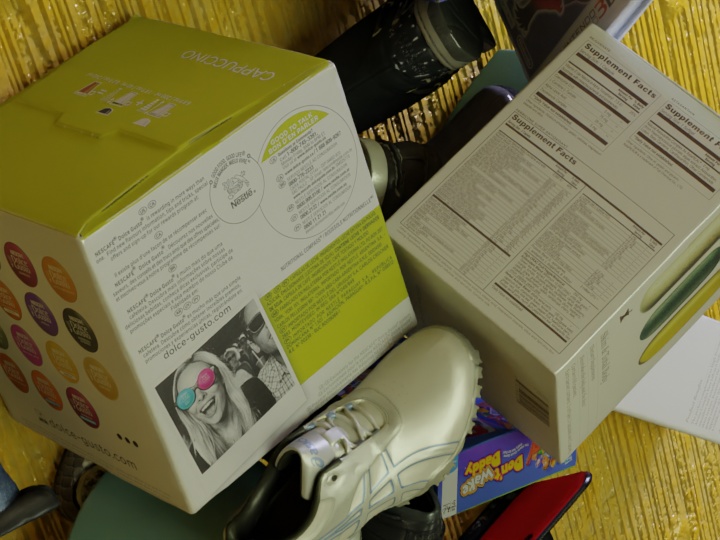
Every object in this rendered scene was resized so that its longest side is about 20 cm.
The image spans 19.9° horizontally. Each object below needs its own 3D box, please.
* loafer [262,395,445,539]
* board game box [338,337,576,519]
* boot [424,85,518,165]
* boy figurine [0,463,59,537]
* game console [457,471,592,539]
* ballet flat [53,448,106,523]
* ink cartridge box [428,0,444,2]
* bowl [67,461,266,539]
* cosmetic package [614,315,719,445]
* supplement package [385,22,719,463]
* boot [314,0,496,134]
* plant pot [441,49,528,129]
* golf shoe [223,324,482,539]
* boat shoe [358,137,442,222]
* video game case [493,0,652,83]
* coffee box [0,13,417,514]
[{"bbox_3d":[-0.019,0.108,1.319,0.068,0.200,0.071,-30,152,-35],"label":"loafer"},{"bbox_3d":[0.033,0.101,1.418,0.134,0.200,0.045,-15,115,-39],"label":"board game box"},{"bbox_3d":[0.024,-0.056,1.414,0.131,0.070,0.200,22,109,-48],"label":"boot"},{"bbox_3d":[-0.251,0.065,1.209,0.064,0.124,0.201,-28,90,-10],"label":"boy figurine"},{"bbox_3d":[0.109,0.265,1.597,0.200,0.118,0.173,-45,128,-24],"label":"game console"},{"bbox_3d":[-0.127,0.093,1.373,0.200,0.046,0.068,-46,128,-24],"label":"ballet flat"},{"bbox_3d":[0.048,-0.230,1.335,0.136,0.200,0.077,-23,115,-36],"label":"ink cartridge box"},{"bbox_3d":[-0.088,0.210,1.332,0.200,0.105,0.202,-9,102,-47],"label":"bowl"},{"bbox_3d":[0.241,0.075,1.699,0.200,0.074,0.102,21,87,-43],"label":"cosmetic package"},{"bbox_3d":[0.139,-0.016,1.318,0.200,0.151,0.152,-44,157,-15],"label":"supplement package"},{"bbox_3d":[0.010,-0.143,1.410,0.153,0.204,0.074,-31,98,13],"label":"boot"},{"bbox_3d":[0.132,-0.054,1.514,0.141,0.141,0.201,26,78,-44],"label":"plant pot"},{"bbox_3d":[-0.004,0.110,1.222,0.200,0.078,0.097,-52,152,-4],"label":"golf shoe"},{"bbox_3d":[0.000,0.000,1.361,0.060,0.072,0.202,-2,132,-28],"label":"boat shoe"},{"bbox_3d":[0.133,-0.237,1.371,0.023,0.182,0.201,-6,62,-29],"label":"video game case"},{"bbox_3d":[-0.120,-0.014,1.242,0.200,0.199,0.198,-38,126,-29],"label":"coffee box"}]
